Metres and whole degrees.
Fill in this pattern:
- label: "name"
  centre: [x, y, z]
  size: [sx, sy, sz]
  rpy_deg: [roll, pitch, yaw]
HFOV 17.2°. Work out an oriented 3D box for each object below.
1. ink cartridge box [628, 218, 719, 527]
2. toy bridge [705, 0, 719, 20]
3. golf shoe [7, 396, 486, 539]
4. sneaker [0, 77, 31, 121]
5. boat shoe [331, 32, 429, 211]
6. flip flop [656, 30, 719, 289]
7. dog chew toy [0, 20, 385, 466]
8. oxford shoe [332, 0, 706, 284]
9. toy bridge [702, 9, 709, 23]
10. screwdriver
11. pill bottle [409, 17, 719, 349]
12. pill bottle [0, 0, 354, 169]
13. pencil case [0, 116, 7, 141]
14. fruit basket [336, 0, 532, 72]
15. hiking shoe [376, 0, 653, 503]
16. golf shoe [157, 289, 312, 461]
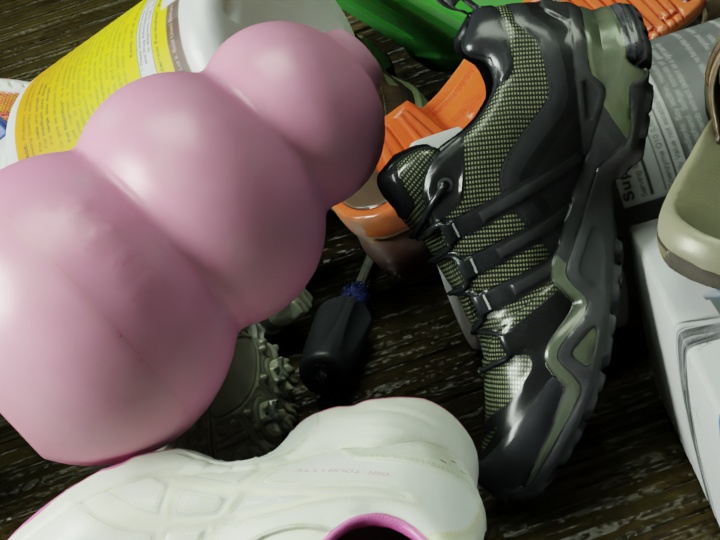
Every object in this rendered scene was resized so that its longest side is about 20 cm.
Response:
- label: "ink cartridge box"
  centre: [0.192, 0.040, 0.873]
  size: [0.146, 0.086, 0.200]
  rpy_deg: [-16, 28, 1]
- label: "toy bridge"
  centre: [0.192, -0.114, 1.181]
  size: [0.027, 0.067, 0.200]
  rpy_deg: [3, 44, 35]
- label: "golf shoe"
  centre: [-0.048, 0.111, 0.887]
  size: [0.200, 0.075, 0.092]
  rpy_deg: [-19, 34, 2]
- label: "sneaker"
  centre: [-0.146, -0.070, 1.313]
  size: [0.200, 0.073, 0.077]
  rpy_deg: [-10, 49, 21]
- label: "boat shoe"
  centre: [-0.019, -0.085, 1.220]
  size: [0.075, 0.075, 0.202]
  rpy_deg: [-53, 19, 8]
- label: "flip flop"
  centre: [0.160, -0.064, 0.912]
  size: [0.081, 0.058, 0.200]
  rpy_deg: [9, 37, 19]
- label: "dog chew toy"
  centre: [-0.071, -0.019, 0.924]
  size: [0.200, 0.125, 0.125]
  rpy_deg: [-43, 32, -8]
- label: "oxford shoe"
  centre: [0.080, -0.070, 1.114]
  size: [0.200, 0.073, 0.071]
  rpy_deg: [-34, 43, 1]
- label: "toy bridge"
  centre: [0.125, -0.089, 1.204]
  size: [0.200, 0.027, 0.067]
  rpy_deg: [-35, 32, -31]
- label: "screwdriver"
  centre: [0.000, 0.000, 1.120]
  size: [0.028, 0.029, 0.200]
  rpy_deg: [-8, 28, 15]
- label: "pill bottle"
  centre: [0.129, -0.040, 1.028]
  size: [0.200, 0.116, 0.116]
  rpy_deg: [-18, 27, -3]
- label: "pill bottle"
  centre: [-0.099, -0.071, 1.169]
  size: [0.200, 0.109, 0.109]
  rpy_deg: [-28, 14, 41]
- label: "pencil case"
  centre: [-0.256, -0.008, 1.223]
  size: [0.200, 0.078, 0.087]
  rpy_deg: [-36, 12, -34]
- label: "fruit basket"
  centre: [0.098, -0.171, 1.226]
  size: [0.215, 0.156, 0.216]
  rpy_deg: [16, 2, 0]
- label: "hiking shoe"
  centre: [0.054, -0.011, 0.938]
  size: [0.101, 0.200, 0.076]
  rpy_deg: [9, -1, 2]
- label: "golf shoe"
  centre: [-0.081, 0.044, 1.058]
  size: [0.097, 0.078, 0.200]
  rpy_deg: [-30, 19, 20]
